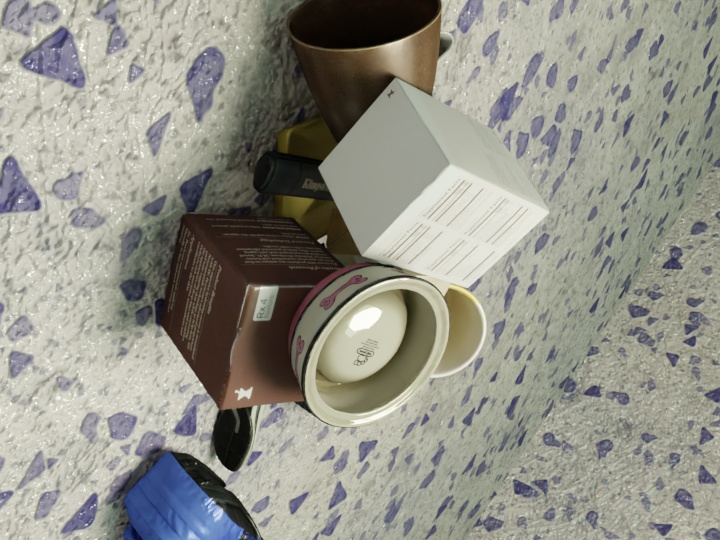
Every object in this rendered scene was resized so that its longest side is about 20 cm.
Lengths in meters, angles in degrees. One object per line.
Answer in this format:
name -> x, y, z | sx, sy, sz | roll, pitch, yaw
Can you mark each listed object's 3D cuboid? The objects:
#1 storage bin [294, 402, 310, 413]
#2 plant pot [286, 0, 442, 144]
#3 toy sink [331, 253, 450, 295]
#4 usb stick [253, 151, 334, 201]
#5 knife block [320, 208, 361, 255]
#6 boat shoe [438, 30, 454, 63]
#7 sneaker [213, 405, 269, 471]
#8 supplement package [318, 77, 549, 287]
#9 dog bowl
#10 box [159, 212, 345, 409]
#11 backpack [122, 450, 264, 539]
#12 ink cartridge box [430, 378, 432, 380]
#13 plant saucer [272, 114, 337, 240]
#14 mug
storage bin -> -0.033, 0.188, 1.482 | 0.136, 0.094, 0.200 | -62, 151, 2
plant pot -> 0.018, -0.230, 1.060 | 0.187, 0.186, 0.201 | -42, 139, -31
toy sink -> 0.005, 0.049, 1.110 | 0.130, 0.112, 0.201 | 1, 129, -36
usb stick -> -0.069, -0.121, 1.105 | 0.200, 0.033, 0.056 | -1, 115, -59
knife block -> 0.000, 0.000, 1.189 | 0.064, 0.199, 0.176 | 58, 36, -59
boat shoe -> 0.065, -0.309, 1.199 | 0.200, 0.065, 0.074 | -41, 108, -45
sneaker -> -0.156, 0.218, 1.322 | 0.115, 0.075, 0.201 | -9, 121, -53
supplement package -> 0.088, -0.098, 1.011 | 0.199, 0.152, 0.151 | 16, 128, -45
dog bowl -> 0.004, 0.079, 0.974 | 0.199, 0.074, 0.201 | -20, 128, -27
box -> -0.127, 0.043, 1.044 | 0.164, 0.200, 0.167 | 1, 117, -37
backpack -> -0.251, 0.373, 1.218 | 0.168, 0.162, 0.200 | -46, 149, -19
ink cartridge box -> 0.099, 0.085, 1.494 | 0.200, 0.075, 0.166 | -68, 161, -80
plant saucer -> -0.057, -0.142, 1.191 | 0.200, 0.048, 0.201 | -31, 140, -42
mug -> 0.110, 0.049, 1.298 | 0.153, 0.149, 0.187 | -110, -144, -70
